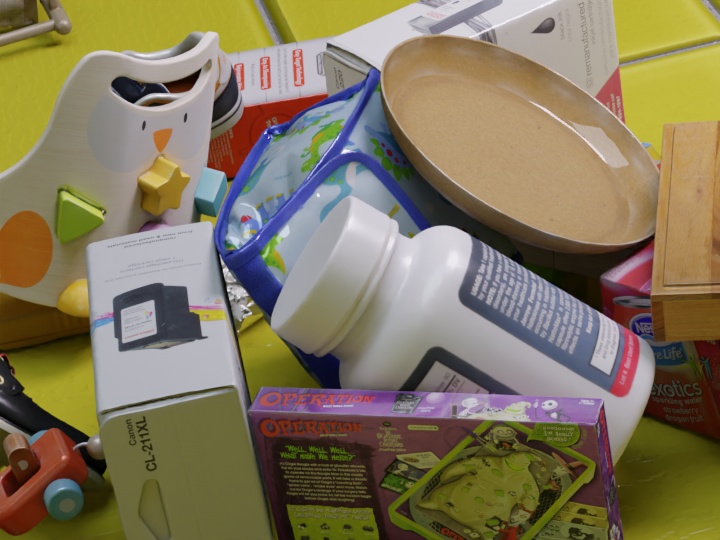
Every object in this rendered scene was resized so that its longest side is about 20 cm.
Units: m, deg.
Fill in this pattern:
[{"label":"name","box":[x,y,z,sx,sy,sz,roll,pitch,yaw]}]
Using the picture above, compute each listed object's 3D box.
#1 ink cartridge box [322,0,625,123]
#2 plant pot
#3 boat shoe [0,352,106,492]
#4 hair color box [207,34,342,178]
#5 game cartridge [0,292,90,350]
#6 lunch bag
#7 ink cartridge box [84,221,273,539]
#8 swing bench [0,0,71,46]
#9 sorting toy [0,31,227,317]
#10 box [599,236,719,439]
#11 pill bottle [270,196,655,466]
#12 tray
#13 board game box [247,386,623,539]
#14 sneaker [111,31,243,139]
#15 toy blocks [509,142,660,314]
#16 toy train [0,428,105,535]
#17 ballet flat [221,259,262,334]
[{"label":"ink cartridge box","box":[0.083,-0.122,1.866,0.200,0.146,0.085,-25,33,-24]},{"label":"plant pot","box":[0.097,-0.074,1.641,0.200,0.028,0.200,21,33,-14]},{"label":"boat shoe","box":[-0.236,0.070,1.609,0.063,0.201,0.074,-65,13,-25]},{"label":"hair color box","box":[-0.100,-0.117,2.002,0.200,0.061,0.102,-10,30,3]},{"label":"game cartridge","box":[-0.275,0.008,1.872,0.200,0.032,0.176,-9,29,-4]},{"label":"lunch bag","box":[0.000,0.000,1.631,0.127,0.170,0.200,-28,20,32]},{"label":"ink cartridge box","box":[-0.106,0.085,1.564,0.083,0.146,0.200,-11,30,-2]},{"label":"swing bench","box":[-0.375,-0.259,2.274,0.199,0.130,0.200,-18,25,-12]},{"label":"sorting toy","box":[-0.155,-0.075,1.784,0.107,0.180,0.200,35,33,32]},{"label":"box","box":[0.249,0.010,1.634,0.100,0.096,0.200,20,41,41]},{"label":"pill bottle","box":[0.056,0.044,1.515,0.200,0.120,0.120,31,29,-11]},{"label":"tray","box":[0.226,-0.029,1.576,0.098,0.037,0.200,-3,33,11]},{"label":"board game box","box":[0.044,0.122,1.477,0.200,0.120,0.032,2,38,19]},{"label":"sneaker","box":[-0.178,-0.103,1.896,0.200,0.079,0.078,-36,54,-18]},{"label":"toy blocks","box":[0.166,-0.045,1.779,0.200,0.100,0.137,13,25,34]},{"label":"toy train","box":[-0.201,0.164,1.491,0.150,0.056,0.200,-39,32,8]},{"label":"ballet flat","box":[-0.060,-0.015,1.824,0.072,0.072,0.200,9,36,30]}]
